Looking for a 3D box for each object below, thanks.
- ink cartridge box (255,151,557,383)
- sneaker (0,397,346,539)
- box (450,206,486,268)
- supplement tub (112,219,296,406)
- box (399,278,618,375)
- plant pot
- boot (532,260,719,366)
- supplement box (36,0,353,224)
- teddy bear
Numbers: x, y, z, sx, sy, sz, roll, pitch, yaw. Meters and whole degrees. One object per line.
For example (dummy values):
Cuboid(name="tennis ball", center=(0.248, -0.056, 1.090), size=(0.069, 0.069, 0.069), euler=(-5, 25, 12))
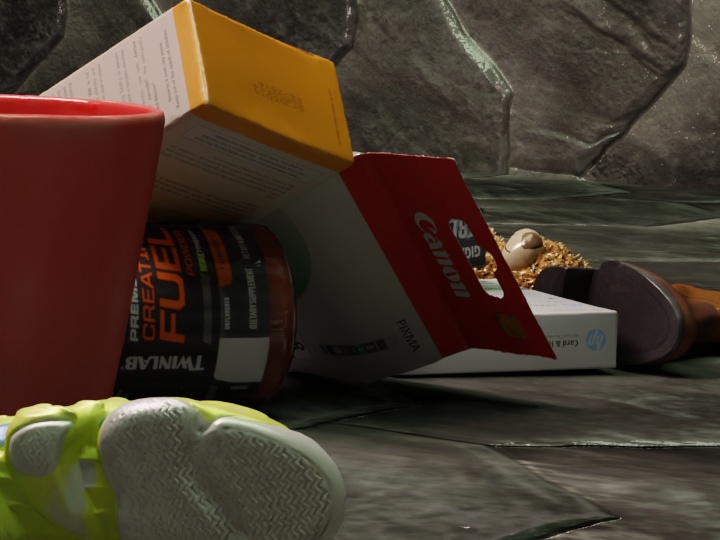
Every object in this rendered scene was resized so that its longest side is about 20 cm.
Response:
Cuboid(name="ink cartridge box", center=(0.000, 0.000, 1.698), size=(0.200, 0.161, 0.050), euler=(9, 49, 44))
Cuboid(name="sneaker", center=(-0.096, 0.083, 1.187), size=(0.200, 0.076, 0.105), euler=(2, 5, 13))
Cuboid(name="box", center=(-0.049, -0.014, 1.949), size=(0.198, 0.050, 0.200), euler=(2, 9, 34))
Cuboid(name="supplement tub", center=(-0.143, 0.026, 1.596), size=(0.200, 0.107, 0.107), euler=(-1, 6, -23))
Cuboid(name="box", center=(0.059, 0.035, 1.903), size=(0.156, 0.041, 0.200), euler=(-1, 5, -21))
Cuboid(name="plant pot", center=(-0.199, 0.003, 1.442), size=(0.200, 0.177, 0.200), euler=(2, 5, 0))
Cuboid(name="boot", center=(0.241, 0.040, 1.943), size=(0.200, 0.069, 0.188), euler=(8, -4, -22))
Cuboid(name="supplement box", center=(-0.121, -0.063, 1.632), size=(0.200, 0.074, 0.126), euler=(-29, -31, 31))
Cuboid(name="teddy bear", center=(0.073, -0.001, 2.144), size=(0.145, 0.067, 0.200), euler=(-6, 9, -41))
